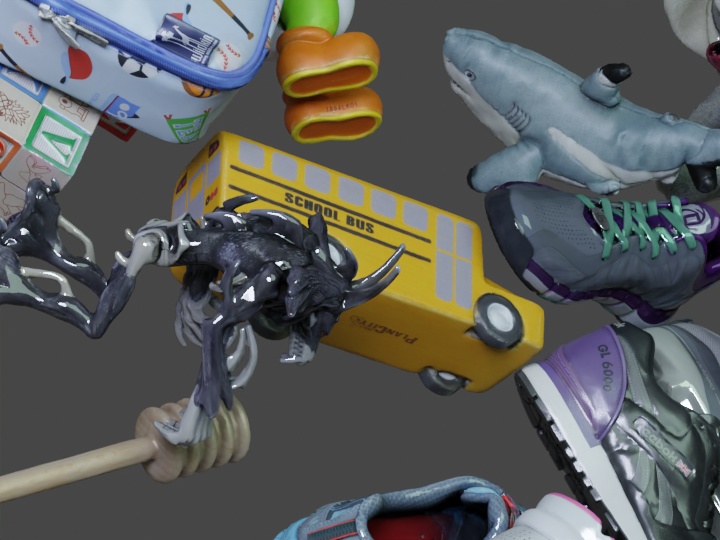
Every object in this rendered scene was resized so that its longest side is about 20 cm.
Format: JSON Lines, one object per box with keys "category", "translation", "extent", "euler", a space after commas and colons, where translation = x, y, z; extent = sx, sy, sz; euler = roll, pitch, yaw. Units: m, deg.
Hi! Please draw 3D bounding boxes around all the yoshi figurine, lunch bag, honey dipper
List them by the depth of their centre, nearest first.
{"category": "honey dipper", "translation": [-0.140, 0.096, 1.006], "extent": [0.199, 0.038, 0.038], "euler": [-15, 72, -38]}
{"category": "lunch bag", "translation": [-0.114, -0.167, 1.081], "extent": [0.159, 0.076, 0.201], "euler": [27, 49, -17]}
{"category": "yoshi figurine", "translation": [-0.020, -0.179, 1.223], "extent": [0.112, 0.112, 0.201], "euler": [16, 51, -47]}

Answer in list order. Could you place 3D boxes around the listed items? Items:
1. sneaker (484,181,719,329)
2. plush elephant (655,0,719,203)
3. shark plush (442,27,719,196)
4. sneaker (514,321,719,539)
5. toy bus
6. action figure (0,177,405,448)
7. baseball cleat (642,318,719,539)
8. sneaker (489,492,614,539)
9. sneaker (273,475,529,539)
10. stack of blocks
{"category": "sneaker", "translation": [0.146, -0.025, 1.206], "extent": [0.199, 0.087, 0.075], "euler": [17, 47, -56]}
{"category": "plush elephant", "translation": [0.263, -0.137, 1.360], "extent": [0.200, 0.164, 0.156], "euler": [-7, 78, -69]}
{"category": "shark plush", "translation": [0.136, -0.082, 1.230], "extent": [0.199, 0.084, 0.091], "euler": [23, 46, 32]}
{"category": "sneaker", "translation": [0.167, 0.120, 1.157], "extent": [0.087, 0.076, 0.201], "euler": [-28, 79, -6]}
{"category": "toy bus", "translation": [0.000, 0.000, 1.145], "extent": [0.199, 0.065, 0.079], "euler": [19, 51, -25]}
{"category": "action figure", "translation": [-0.081, 0.015, 1.027], "extent": [0.198, 0.103, 0.119], "euler": [6, 26, 4]}
{"category": "baseball cleat", "translation": [0.224, 0.114, 1.230], "extent": [0.106, 0.070, 0.201], "euler": [-15, 73, -40]}
{"category": "sneaker", "translation": [0.069, 0.208, 1.017], "extent": [0.088, 0.081, 0.202], "euler": [-11, 103, -29]}
{"category": "sneaker", "translation": [0.057, 0.147, 1.071], "extent": [0.199, 0.095, 0.080], "euler": [4, 60, -34]}
{"category": "stack of blocks", "translation": [-0.151, -0.120, 1.115], "extent": [0.115, 0.059, 0.201], "euler": [32, 48, -15]}
